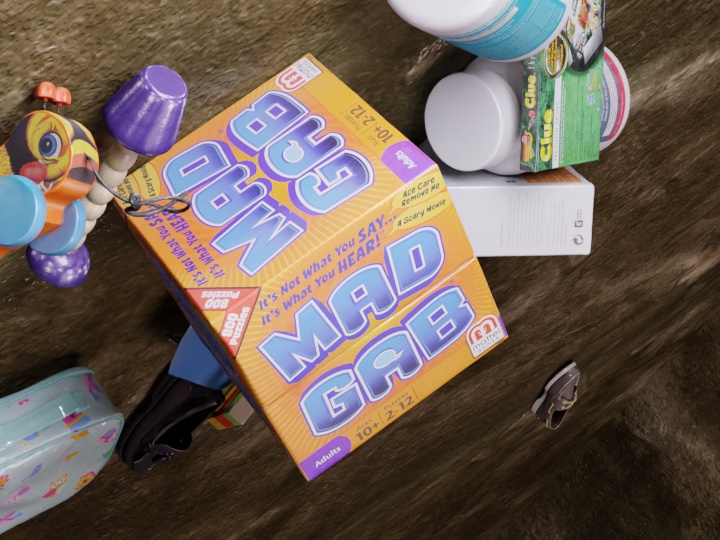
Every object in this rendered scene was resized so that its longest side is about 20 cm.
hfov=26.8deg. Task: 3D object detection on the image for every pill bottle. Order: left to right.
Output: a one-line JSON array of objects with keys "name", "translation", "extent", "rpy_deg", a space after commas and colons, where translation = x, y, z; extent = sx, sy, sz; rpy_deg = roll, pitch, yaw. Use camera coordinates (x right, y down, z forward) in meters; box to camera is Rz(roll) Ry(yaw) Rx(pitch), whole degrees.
[{"name": "pill bottle", "translation": [0.099, -0.225, 1.178], "extent": [0.111, 0.111, 0.200], "rpy_deg": [-44, 161, 17]}, {"name": "pill bottle", "translation": [0.157, -0.155, 1.440], "extent": [0.200, 0.120, 0.120], "rpy_deg": [-17, 153, -47]}]

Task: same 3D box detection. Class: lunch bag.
[{"name": "lunch bag", "translation": [-0.316, 0.168, 1.382], "extent": [0.200, 0.077, 0.161], "rpy_deg": [-26, 157, -34]}]

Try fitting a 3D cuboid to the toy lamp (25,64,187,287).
[{"name": "toy lamp", "translation": [-0.184, -0.068, 1.102], "extent": [0.058, 0.058, 0.200], "rpy_deg": [-16, 151, -49]}]

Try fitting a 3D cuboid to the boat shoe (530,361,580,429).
[{"name": "boat shoe", "translation": [0.388, 0.243, 2.919], "extent": [0.072, 0.060, 0.200], "rpy_deg": [-28, 159, -27]}]

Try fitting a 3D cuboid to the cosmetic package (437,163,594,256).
[{"name": "cosmetic package", "translation": [0.115, -0.060, 1.456], "extent": [0.199, 0.072, 0.101], "rpy_deg": [-2, -163, -8]}]

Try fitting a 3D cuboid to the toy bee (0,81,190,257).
[{"name": "toy bee", "translation": [-0.216, -0.064, 1.016], "extent": [0.199, 0.109, 0.131], "rpy_deg": [-12, 168, -1]}]

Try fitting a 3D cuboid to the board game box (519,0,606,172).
[{"name": "board game box", "translation": [0.182, -0.193, 1.349], "extent": [0.105, 0.023, 0.201], "rpy_deg": [-13, 109, -49]}]

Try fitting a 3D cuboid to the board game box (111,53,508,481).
[{"name": "board game box", "translation": [-0.040, -0.005, 1.190], "extent": [0.200, 0.200, 0.200], "rpy_deg": [-35, 134, -9]}]

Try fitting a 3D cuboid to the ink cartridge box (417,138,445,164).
[{"name": "ink cartridge box", "translation": [0.027, -0.040, 1.580], "extent": [0.200, 0.047, 0.160], "rpy_deg": [-41, 162, 2]}]

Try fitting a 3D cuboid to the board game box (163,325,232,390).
[{"name": "board game box", "translation": [-0.126, 0.039, 1.494], "extent": [0.158, 0.039, 0.200], "rpy_deg": [-51, 160, 2]}]

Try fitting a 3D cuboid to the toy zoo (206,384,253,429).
[{"name": "toy zoo", "translation": [-0.108, 0.112, 1.608], "extent": [0.131, 0.020, 0.200], "rpy_deg": [-51, -175, -15]}]

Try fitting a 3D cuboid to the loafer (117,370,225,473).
[{"name": "loafer", "translation": [-0.202, 0.168, 1.617], "extent": [0.072, 0.063, 0.200], "rpy_deg": [-21, 155, -43]}]
